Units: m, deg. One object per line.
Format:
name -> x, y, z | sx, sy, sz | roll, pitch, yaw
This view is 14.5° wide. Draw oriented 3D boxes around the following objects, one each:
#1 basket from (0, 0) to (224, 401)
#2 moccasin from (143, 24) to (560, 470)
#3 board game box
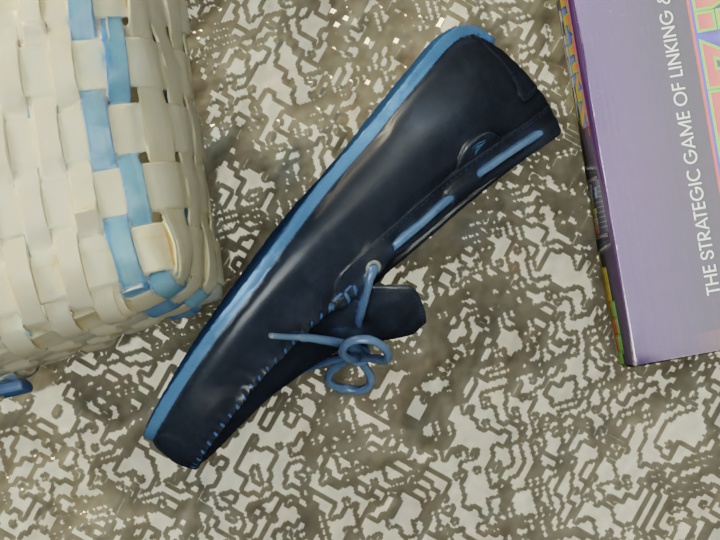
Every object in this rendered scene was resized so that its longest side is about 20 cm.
basket -> -0.155, -0.029, 1.027 | 0.199, 0.139, 0.177 | -8, 86, 5
moccasin -> 0.000, 0.000, 1.059 | 0.068, 0.080, 0.200 | 39, 90, -4
board game box -> 0.164, -0.074, 1.075 | 0.164, 0.057, 0.201 | -10, 89, -2
